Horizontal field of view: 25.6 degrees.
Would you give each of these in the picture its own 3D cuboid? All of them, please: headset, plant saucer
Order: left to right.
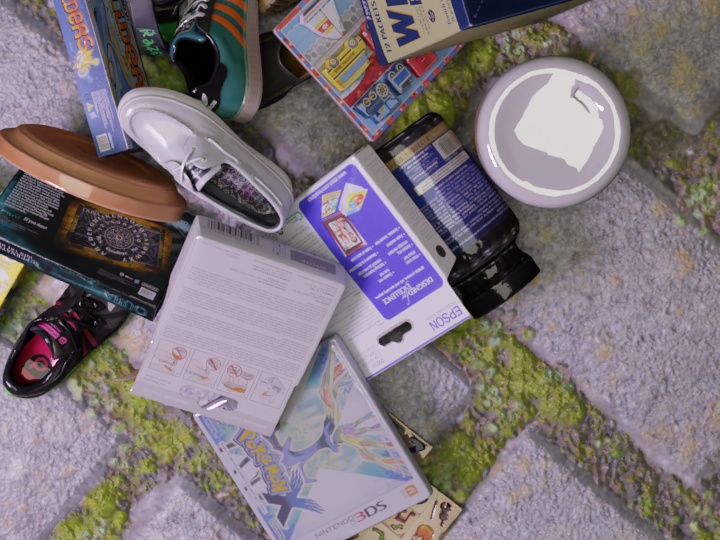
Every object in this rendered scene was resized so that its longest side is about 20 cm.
[{"bbox_3d":[-0.268,-0.103,1.597,0.200,0.200,0.032,23,99,1],"label":"plant saucer"},{"bbox_3d":[-0.200,-0.318,1.622,0.094,0.124,0.200,-7,72,5],"label":"headset"}]

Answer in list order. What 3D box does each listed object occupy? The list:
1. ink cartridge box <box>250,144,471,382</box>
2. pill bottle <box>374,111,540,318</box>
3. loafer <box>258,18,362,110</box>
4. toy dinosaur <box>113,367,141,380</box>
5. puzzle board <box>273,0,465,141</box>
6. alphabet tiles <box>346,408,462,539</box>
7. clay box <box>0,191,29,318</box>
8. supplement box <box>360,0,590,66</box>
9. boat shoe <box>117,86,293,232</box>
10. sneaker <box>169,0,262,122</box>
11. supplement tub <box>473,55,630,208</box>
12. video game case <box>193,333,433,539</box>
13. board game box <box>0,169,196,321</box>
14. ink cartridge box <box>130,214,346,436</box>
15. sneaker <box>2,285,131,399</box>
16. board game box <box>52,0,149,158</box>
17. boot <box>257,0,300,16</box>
[{"bbox_3d":[0.000,0.000,1.621,0.198,0.043,0.200,-34,93,42],"label":"ink cartridge box"},{"bbox_3d":[0.092,-0.054,1.630,0.112,0.112,0.200,-37,92,5],"label":"pill bottle"},{"bbox_3d":[-0.083,-0.219,1.644,0.200,0.072,0.073,-29,94,5],"label":"loafer"},{"bbox_3d":[-0.168,0.056,1.689,0.101,0.058,0.200,32,88,15],"label":"toy dinosaur"},{"bbox_3d":[0.026,-0.251,1.606,0.151,0.017,0.200,48,68,-15],"label":"puzzle board"},{"bbox_3d":[0.002,0.234,1.711,0.200,0.008,0.167,38,95,-1],"label":"alphabet tiles"},{"bbox_3d":[-0.423,0.003,1.690,0.115,0.048,0.200,31,94,0],"label":"clay box"},{"bbox_3d":[0.123,-0.301,1.534,0.200,0.200,0.134,-18,94,-23],"label":"supplement box"},{"bbox_3d":[-0.152,-0.103,1.554,0.200,0.069,0.072,40,114,-22],"label":"boat shoe"},{"bbox_3d":[-0.152,-0.246,1.604,0.071,0.080,0.200,-35,55,40],"label":"sneaker"},{"bbox_3d":[0.186,-0.137,1.575,0.145,0.200,0.146,0,95,3],"label":"supplement tub"},{"bbox_3d":[-0.050,0.192,1.676,0.182,0.022,0.200,-29,97,15],"label":"video game case"},{"bbox_3d":[-0.277,-0.041,1.648,0.200,0.135,0.028,25,139,1],"label":"board game box"},{"bbox_3d":[-0.125,0.058,1.608,0.161,0.050,0.200,19,118,-14],"label":"ink cartridge box"},{"bbox_3d":[-0.303,0.061,1.670,0.077,0.084,0.200,38,94,-2],"label":"sneaker"},{"bbox_3d":[-0.259,-0.218,1.620,0.034,0.135,0.200,-15,95,10],"label":"board game box"},{"bbox_3d":[-0.084,-0.383,1.646,0.166,0.072,0.200,43,97,11],"label":"boot"}]
